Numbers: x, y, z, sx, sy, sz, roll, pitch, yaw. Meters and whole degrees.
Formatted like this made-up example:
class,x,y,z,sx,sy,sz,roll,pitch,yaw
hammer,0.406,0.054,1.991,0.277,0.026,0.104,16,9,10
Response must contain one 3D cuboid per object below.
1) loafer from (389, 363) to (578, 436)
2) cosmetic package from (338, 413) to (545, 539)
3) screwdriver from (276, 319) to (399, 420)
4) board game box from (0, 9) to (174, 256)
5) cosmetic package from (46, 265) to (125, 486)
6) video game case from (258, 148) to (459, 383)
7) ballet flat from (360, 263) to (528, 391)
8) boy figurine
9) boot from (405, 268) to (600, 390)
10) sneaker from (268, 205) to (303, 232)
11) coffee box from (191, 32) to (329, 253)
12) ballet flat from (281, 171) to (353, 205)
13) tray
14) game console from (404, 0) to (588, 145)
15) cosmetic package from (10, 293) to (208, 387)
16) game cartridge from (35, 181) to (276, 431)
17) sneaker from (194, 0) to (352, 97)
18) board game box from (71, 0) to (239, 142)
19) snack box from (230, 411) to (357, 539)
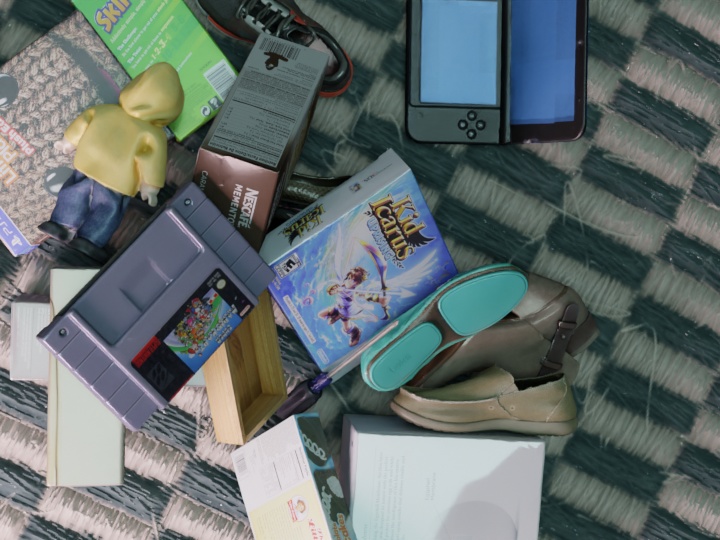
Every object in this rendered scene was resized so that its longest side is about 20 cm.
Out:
class,x,y,z,sx,sy,sz,roll,pitch,yaw
loafer,0.130,0.132,1.367,0.200,0.076,0.068,4,95,-10
cosmetic package,0.077,0.262,1.385,0.200,0.123,0.200,4,92,-9
screwdriver,-0.021,0.102,1.358,0.200,0.029,0.028,-38,66,32
board game box,-0.314,-0.137,1.327,0.200,0.097,0.160,-38,97,-6
cosmetic package,-0.256,0.096,1.235,0.073,0.104,0.200,0,90,-10
video game case,0.000,0.000,1.347,0.181,0.045,0.200,-36,137,-6
ballet flat,0.080,0.048,1.361,0.200,0.070,0.067,-36,115,-1
boy figurine,-0.236,-0.111,1.257,0.124,0.064,0.200,24,84,19
boot,0.163,0.093,1.425,0.146,0.070,0.200,38,96,-18
sneaker,-0.063,-0.029,1.373,0.200,0.086,0.080,4,92,-9
coffee box,-0.101,-0.127,1.291,0.080,0.114,0.200,18,45,0
ballet flat,-0.063,-0.094,1.384,0.200,0.067,0.046,6,99,-2
tray,-0.124,0.063,1.316,0.037,0.099,0.200,5,116,25
game console,0.141,-0.235,1.381,0.170,0.118,0.200,0,91,-9
cosmetic package,-0.252,0.071,1.340,0.200,0.107,0.090,0,92,-10
game cartridge,-0.180,0.033,1.192,0.130,0.038,0.200,47,70,-18
sneaker,-0.086,-0.260,1.364,0.200,0.082,0.077,33,87,-8
board game box,-0.214,-0.242,1.374,0.095,0.030,0.200,-38,99,-6
snack box,-0.062,0.259,1.338,0.037,0.116,0.200,0,65,-44
